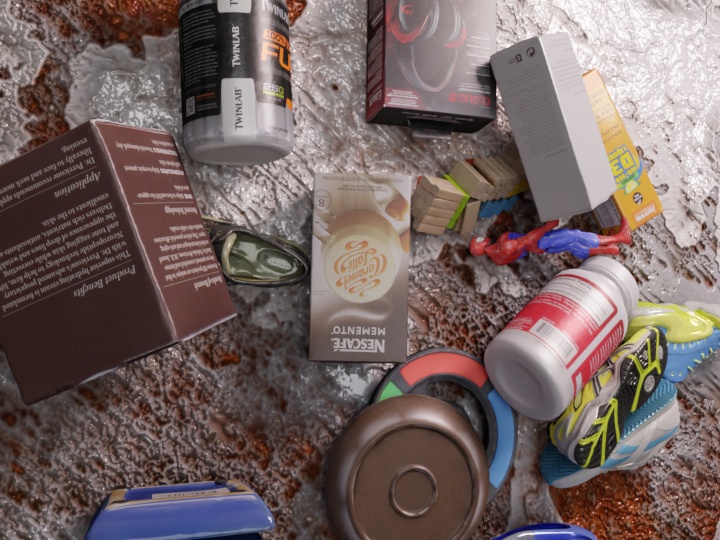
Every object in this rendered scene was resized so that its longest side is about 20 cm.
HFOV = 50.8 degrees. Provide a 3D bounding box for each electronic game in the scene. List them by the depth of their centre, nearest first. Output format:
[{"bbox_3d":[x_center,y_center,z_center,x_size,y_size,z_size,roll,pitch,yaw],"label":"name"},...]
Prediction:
[{"bbox_3d":[0.097,0.194,0.896,0.194,0.042,0.206,1,86,-16],"label":"electronic game"}]

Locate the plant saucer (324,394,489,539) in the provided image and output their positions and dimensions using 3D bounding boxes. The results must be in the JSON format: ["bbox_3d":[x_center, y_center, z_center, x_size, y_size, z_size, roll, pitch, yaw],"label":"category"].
[{"bbox_3d":[0.057,0.245,0.852,0.194,0.032,0.207,0,92,-10],"label":"plant saucer"}]

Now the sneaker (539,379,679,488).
[{"bbox_3d":[0.315,0.218,0.942,0.197,0.077,0.082,-29,119,-6],"label":"sneaker"}]

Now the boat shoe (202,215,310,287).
[{"bbox_3d":[-0.147,-0.021,0.825,0.195,0.066,0.074,10,86,-15],"label":"boat shoe"}]

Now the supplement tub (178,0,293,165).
[{"bbox_3d":[-0.134,-0.223,0.815,0.119,0.122,0.206,-2,87,-16],"label":"supplement tub"}]

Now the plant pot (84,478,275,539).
[{"bbox_3d":[-0.172,0.305,0.732,0.194,0.200,0.185,0,80,-16],"label":"plant pot"}]

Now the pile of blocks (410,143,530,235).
[{"bbox_3d":[0.135,-0.101,0.928,0.196,0.083,0.062,-18,48,-26],"label":"pile of blocks"}]

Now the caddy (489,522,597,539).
[{"bbox_3d":[0.182,0.351,0.859,0.195,0.141,0.108,-15,95,-17],"label":"caddy"}]

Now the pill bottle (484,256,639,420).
[{"bbox_3d":[0.246,0.073,0.903,0.199,0.112,0.114,-38,97,-29],"label":"pill bottle"}]

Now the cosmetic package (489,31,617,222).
[{"bbox_3d":[0.229,-0.170,0.896,0.101,0.073,0.205,-25,99,-50],"label":"cosmetic package"}]

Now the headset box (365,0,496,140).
[{"bbox_3d":[0.084,-0.257,0.907,0.144,0.075,0.206,3,85,-17],"label":"headset box"}]

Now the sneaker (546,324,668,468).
[{"bbox_3d":[0.296,0.138,0.911,0.200,0.076,0.076,-45,120,-17],"label":"sneaker"}]

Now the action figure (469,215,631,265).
[{"bbox_3d":[0.229,-0.037,0.937,0.194,0.066,0.053,-7,76,-8],"label":"action figure"}]

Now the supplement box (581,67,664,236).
[{"bbox_3d":[0.308,-0.148,0.971,0.066,0.069,0.203,-29,96,-16],"label":"supplement box"}]

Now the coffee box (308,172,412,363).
[{"bbox_3d":[0.000,0.000,0.851,0.111,0.080,0.206,1,85,-1],"label":"coffee box"}]

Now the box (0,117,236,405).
[{"bbox_3d":[-0.244,-0.013,0.719,0.162,0.164,0.205,-20,92,11],"label":"box"}]

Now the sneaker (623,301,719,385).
[{"bbox_3d":[0.424,0.097,0.992,0.194,0.076,0.108,4,97,-9],"label":"sneaker"}]
